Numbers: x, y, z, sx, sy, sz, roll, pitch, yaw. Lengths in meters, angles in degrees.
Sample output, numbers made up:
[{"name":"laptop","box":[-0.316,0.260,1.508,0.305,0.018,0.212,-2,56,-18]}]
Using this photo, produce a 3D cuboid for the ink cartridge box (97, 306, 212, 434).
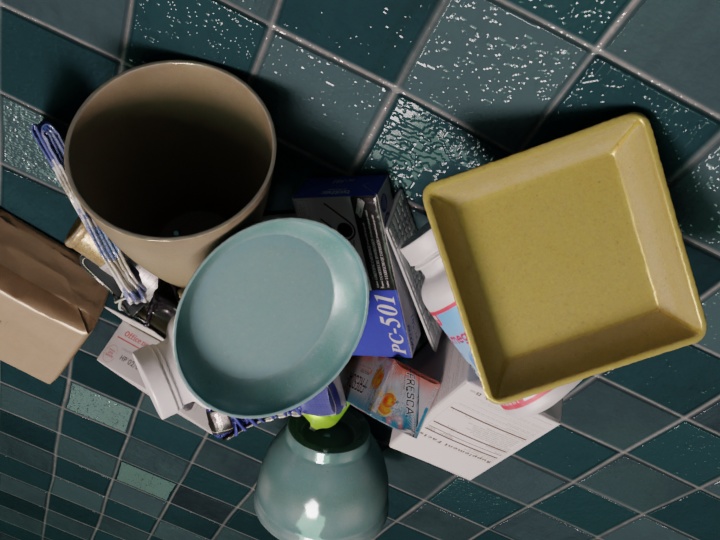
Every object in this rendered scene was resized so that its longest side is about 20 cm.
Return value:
[{"name":"ink cartridge box","box":[-0.272,0.137,1.136,0.114,0.068,0.200,19,159,36]}]

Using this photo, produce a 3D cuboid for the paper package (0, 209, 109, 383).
[{"name":"paper package","box":[-0.450,0.040,1.120,0.189,0.104,0.200,32,140,-17]}]

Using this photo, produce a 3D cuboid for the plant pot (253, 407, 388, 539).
[{"name":"plant pot","box":[-0.050,0.274,1.187,0.197,0.201,0.136,11,117,10]}]

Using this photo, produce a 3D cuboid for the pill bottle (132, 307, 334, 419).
[{"name":"pill bottle","box":[-0.127,0.073,0.860,0.105,0.198,0.105,52,157,33]}]

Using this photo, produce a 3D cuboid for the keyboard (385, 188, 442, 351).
[{"name":"keyboard","box":[0.062,0.005,0.889,0.010,0.057,0.201,-3,138,21]}]

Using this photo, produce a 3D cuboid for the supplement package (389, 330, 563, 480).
[{"name":"supplement package","box":[0.134,0.139,0.971,0.118,0.123,0.200,24,143,-11]}]

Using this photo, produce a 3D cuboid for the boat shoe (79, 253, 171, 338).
[{"name":"boat shoe","box":[-0.275,0.034,1.069,0.198,0.061,0.076,32,142,-15]}]

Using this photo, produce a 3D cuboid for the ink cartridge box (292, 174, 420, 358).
[{"name":"ink cartridge box","box":[0.000,0.000,0.880,0.092,0.044,0.202,0,125,22]}]

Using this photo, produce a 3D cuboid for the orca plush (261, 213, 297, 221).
[{"name":"orca plush","box":[-0.132,-0.010,0.944,0.197,0.072,0.106,-2,138,26]}]

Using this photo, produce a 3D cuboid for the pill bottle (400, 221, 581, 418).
[{"name":"pill bottle","box":[0.129,0.034,0.815,0.201,0.109,0.108,52,137,-4]}]

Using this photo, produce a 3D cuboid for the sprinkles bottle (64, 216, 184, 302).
[{"name":"sprinkles bottle","box":[-0.254,-0.002,1.009,0.199,0.069,0.068,38,139,-23]}]

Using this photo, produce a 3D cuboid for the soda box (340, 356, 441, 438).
[{"name":"soda box","box":[0.025,0.139,0.992,0.063,0.069,0.200,28,173,-12]}]

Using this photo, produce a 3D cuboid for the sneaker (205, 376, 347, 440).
[{"name":"sneaker","box":[-0.119,0.158,1.000,0.197,0.115,0.082,4,124,35]}]

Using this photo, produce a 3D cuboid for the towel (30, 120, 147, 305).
[{"name":"towel","box":[-0.280,-0.063,0.871,0.202,0.024,0.147,65,167,-17]}]

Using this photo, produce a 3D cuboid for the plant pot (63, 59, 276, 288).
[{"name":"plant pot","box":[-0.171,-0.065,0.822,0.184,0.190,0.201,15,153,4]}]

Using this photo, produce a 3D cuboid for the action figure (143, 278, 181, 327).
[{"name":"action figure","box":[-0.151,0.077,0.969,0.197,0.104,0.119,20,164,-15]}]

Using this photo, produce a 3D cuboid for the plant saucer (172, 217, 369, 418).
[{"name":"plant saucer","box":[-0.085,0.041,0.783,0.036,0.200,0.201,37,167,51]}]

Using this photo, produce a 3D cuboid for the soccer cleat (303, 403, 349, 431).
[{"name":"soccer cleat","box":[-0.097,0.131,1.121,0.199,0.068,0.081,39,110,-12]}]

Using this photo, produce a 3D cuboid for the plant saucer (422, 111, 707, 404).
[{"name":"plant saucer","box":[0.174,-0.010,0.728,0.197,0.048,0.203,-18,97,6]}]
